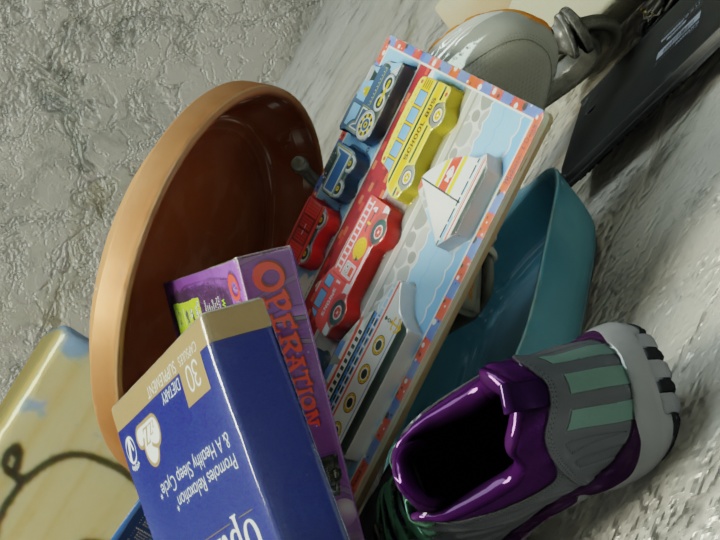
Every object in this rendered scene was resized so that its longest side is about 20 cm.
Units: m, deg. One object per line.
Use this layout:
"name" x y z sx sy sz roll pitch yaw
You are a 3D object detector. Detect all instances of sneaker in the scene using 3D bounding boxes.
"sneaker" 0.028 0.080 0.623 0.200 0.087 0.075 -48 55 43
"sneaker" 0.045 -0.023 0.767 0.201 0.075 0.092 -62 30 12

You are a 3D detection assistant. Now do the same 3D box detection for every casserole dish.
"casserole dish" 0.066 0.036 0.774 0.121 0.039 0.200 -50 14 37

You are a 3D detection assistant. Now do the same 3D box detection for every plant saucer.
"plant saucer" -0.076 0.005 0.807 0.200 0.032 0.201 -48 -35 -49

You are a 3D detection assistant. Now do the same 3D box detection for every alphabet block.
"alphabet block" -0.181 0.172 1.112 0.201 0.195 0.196 -60 9 -11

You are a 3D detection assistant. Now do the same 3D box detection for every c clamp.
"c clamp" 0.061 -0.081 0.877 0.200 0.027 0.171 -34 -13 -3

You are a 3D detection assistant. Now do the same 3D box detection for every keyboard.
"keyboard" 0.171 -0.129 0.825 0.200 0.021 0.127 -45 17 47

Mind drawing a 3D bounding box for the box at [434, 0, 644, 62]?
"box" 0.137 -0.188 0.919 0.095 0.078 0.200 -34 -6 -38

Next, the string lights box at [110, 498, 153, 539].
"string lights box" -0.088 0.169 0.850 0.059 0.103 0.200 -54 2 19

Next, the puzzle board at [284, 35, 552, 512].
"puzzle board" 0.000 0.000 0.734 0.201 0.017 0.151 -64 30 8

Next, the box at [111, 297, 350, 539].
"box" -0.037 0.124 0.630 0.032 0.201 0.121 -15 -14 -30

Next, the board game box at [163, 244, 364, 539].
"board game box" -0.034 0.094 0.684 0.032 0.201 0.120 -14 1 -17
